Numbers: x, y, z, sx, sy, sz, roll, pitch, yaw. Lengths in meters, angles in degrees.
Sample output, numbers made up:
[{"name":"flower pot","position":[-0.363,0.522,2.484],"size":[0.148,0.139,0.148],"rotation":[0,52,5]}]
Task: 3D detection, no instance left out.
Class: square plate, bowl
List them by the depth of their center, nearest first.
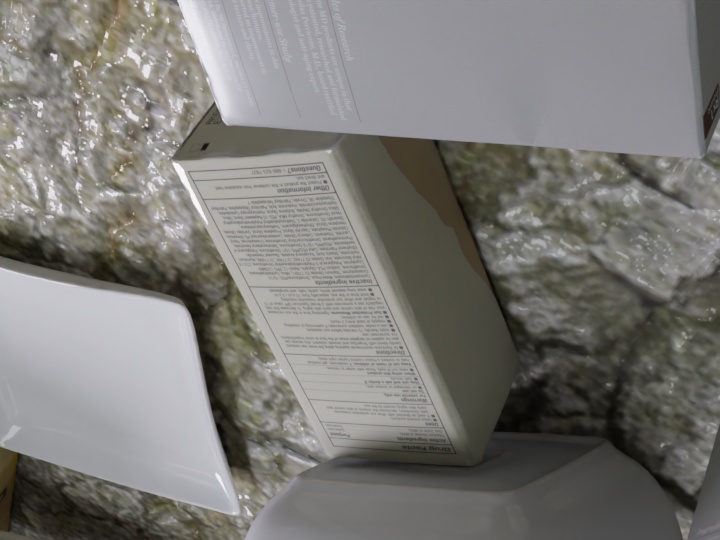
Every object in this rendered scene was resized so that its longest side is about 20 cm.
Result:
[{"name":"bowl","position":[0.051,0.132,0.725],"size":[0.200,0.200,0.075],"rotation":[-2,96,34]},{"name":"square plate","position":[-0.175,0.065,0.894],"size":[0.200,0.028,0.198],"rotation":[12,136,20]}]

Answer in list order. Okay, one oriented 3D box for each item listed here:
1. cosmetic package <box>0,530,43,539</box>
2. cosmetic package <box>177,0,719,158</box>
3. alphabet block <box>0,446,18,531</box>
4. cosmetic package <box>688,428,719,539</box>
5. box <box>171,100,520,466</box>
[{"name":"cosmetic package","position":[-0.196,0.262,1.034],"size":[0.200,0.073,0.104],"rotation":[14,141,-4]},{"name":"cosmetic package","position":[0.043,-0.109,0.526],"size":[0.200,0.107,0.090],"rotation":[3,134,26]},{"name":"alphabet block","position":[-0.390,0.200,1.029],"size":[0.195,0.200,0.196],"rotation":[29,140,3]},{"name":"cosmetic package","position":[0.201,0.126,0.589],"size":[0.107,0.200,0.090],"rotation":[41,141,-16]},{"name":"box","position":[0.000,0.000,0.683],"size":[0.095,0.078,0.200],"rotation":[0,131,30]}]
